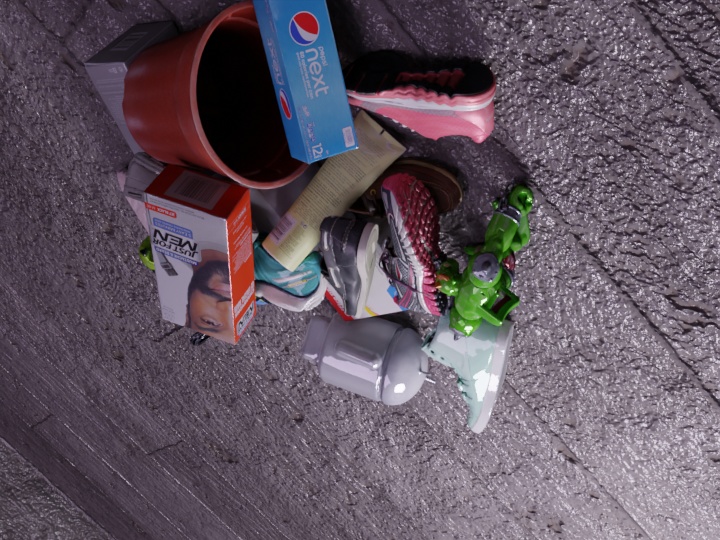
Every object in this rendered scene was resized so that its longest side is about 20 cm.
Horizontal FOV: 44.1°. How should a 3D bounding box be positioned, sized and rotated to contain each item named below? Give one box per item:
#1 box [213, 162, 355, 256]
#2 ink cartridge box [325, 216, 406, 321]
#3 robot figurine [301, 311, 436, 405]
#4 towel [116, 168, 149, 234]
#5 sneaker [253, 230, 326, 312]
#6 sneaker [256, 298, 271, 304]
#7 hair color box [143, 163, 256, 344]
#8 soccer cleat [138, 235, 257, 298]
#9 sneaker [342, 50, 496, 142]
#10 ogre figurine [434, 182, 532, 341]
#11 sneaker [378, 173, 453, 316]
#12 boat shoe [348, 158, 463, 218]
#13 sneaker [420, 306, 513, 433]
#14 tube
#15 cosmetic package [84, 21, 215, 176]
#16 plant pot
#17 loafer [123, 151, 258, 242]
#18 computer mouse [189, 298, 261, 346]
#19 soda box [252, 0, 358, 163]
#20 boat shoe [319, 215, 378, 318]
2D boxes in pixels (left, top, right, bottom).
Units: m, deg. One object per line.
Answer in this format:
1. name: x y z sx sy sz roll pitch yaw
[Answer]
1. box: -0.133 -0.075 1.209 0.198 0.107 0.153 -14 121 47
2. ink cartridge box: 0.000 0.000 1.214 0.198 0.068 0.117 -15 121 47
3. robot figurine: 0.014 0.125 1.292 0.196 0.115 0.169 18 -178 15
4. towel: -0.287 -0.067 1.357 0.198 0.032 0.193 14 136 54
5. sneaker: -0.129 -0.015 1.137 0.196 0.078 0.081 15 120 20
6. sneaker: -0.194 -0.029 1.346 0.077 0.066 0.202 4 133 41
7. hair color box: -0.187 -0.016 1.059 0.109 0.064 0.203 17 135 15
8. soccer cleat: -0.220 0.005 1.237 0.197 0.068 0.081 24 161 21
9. sneaker: 0.057 -0.179 0.970 0.197 0.074 0.088 14 143 30
10. ogre figurine: 0.150 0.000 1.046 0.098 0.121 0.200 38 143 -5
11. sneaker: 0.054 -0.023 1.048 0.073 0.081 0.203 4 133 25
12. boat shoe: 0.031 -0.092 1.088 0.197 0.068 0.073 10 137 32
13. sneaker: 0.141 0.134 1.234 0.116 0.074 0.204 16 130 15
14. tube: -0.035 -0.090 1.055 0.058 0.201 0.052 38 -176 -23
15. cosmetic package: -0.258 -0.210 1.170 0.089 0.107 0.203 7 133 33
16. plant pot: -0.171 -0.200 1.049 0.193 0.201 0.203 6 135 45
17. loafer: -0.215 -0.077 1.114 0.198 0.070 0.071 31 100 20
18. computer mouse: -0.173 0.039 1.295 0.034 0.199 0.059 48 152 5
19. soda box: -0.062 -0.225 0.958 0.068 0.063 0.204 -149 43 -65
20. boat shoe: -0.015 -0.005 1.080 0.066 0.073 0.201 12 154 7
